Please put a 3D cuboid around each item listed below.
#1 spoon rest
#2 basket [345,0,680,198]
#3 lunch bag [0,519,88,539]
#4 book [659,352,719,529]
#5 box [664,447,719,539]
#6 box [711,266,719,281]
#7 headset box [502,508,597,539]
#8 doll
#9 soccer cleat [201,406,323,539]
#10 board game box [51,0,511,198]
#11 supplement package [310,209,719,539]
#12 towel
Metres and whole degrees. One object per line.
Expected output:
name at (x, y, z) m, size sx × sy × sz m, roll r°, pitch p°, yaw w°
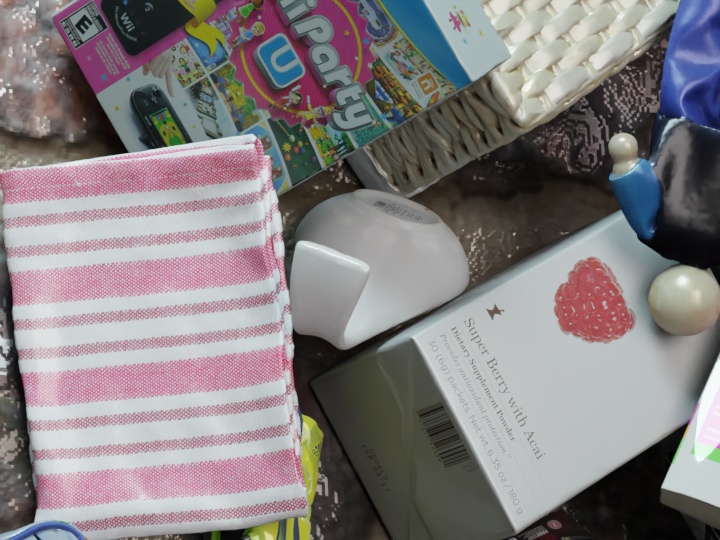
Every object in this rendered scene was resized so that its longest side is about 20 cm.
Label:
spoon rest at (0.000, 0.000, 1.520) m, size 0.099 × 0.200 × 0.061 m, roll 21°, pitch 104°, yaw 10°
basket at (0.061, -0.176, 1.598) m, size 0.200 × 0.161 × 0.199 m, roll -35°, pitch 96°, yaw -31°
lunch bag at (-0.166, 0.232, 1.404) m, size 0.160 × 0.075 × 0.201 m, roll -22°, pitch 89°, yaw -37°
book at (0.259, 0.059, 1.538) m, size 0.133 × 0.048 × 0.201 m, roll 22°, pitch 70°, yaw 13°
box at (0.282, 0.151, 1.553) m, size 0.160 × 0.044 × 0.200 m, roll -26°, pitch 61°, yaw -11°
box at (0.296, -0.064, 1.664) m, size 0.079 × 0.141 × 0.201 m, roll 13°, pitch 102°, yaw -26°
headset box at (0.110, 0.232, 1.496) m, size 0.148 × 0.077 × 0.200 m, roll -20°, pitch 43°, yaw -32°
doll at (0.196, -0.062, 1.543) m, size 0.136 × 0.048 × 0.201 m, roll 15°, pitch 83°, yaw -19°
soccer cleat at (-0.046, 0.114, 1.510) m, size 0.083 × 0.065 × 0.201 m, roll -8°, pitch 80°, yaw -34°
board game box at (-0.043, -0.124, 1.495) m, size 0.148 × 0.200 × 0.064 m, roll 59°, pitch 28°, yaw -3°
supplement package at (0.099, 0.058, 1.576) m, size 0.200 × 0.120 × 0.122 m, roll -29°, pitch 91°, yaw -33°
towel at (-0.108, 0.037, 1.466) m, size 0.146 × 0.030 × 0.201 m, roll -8°, pitch 82°, yaw 8°
